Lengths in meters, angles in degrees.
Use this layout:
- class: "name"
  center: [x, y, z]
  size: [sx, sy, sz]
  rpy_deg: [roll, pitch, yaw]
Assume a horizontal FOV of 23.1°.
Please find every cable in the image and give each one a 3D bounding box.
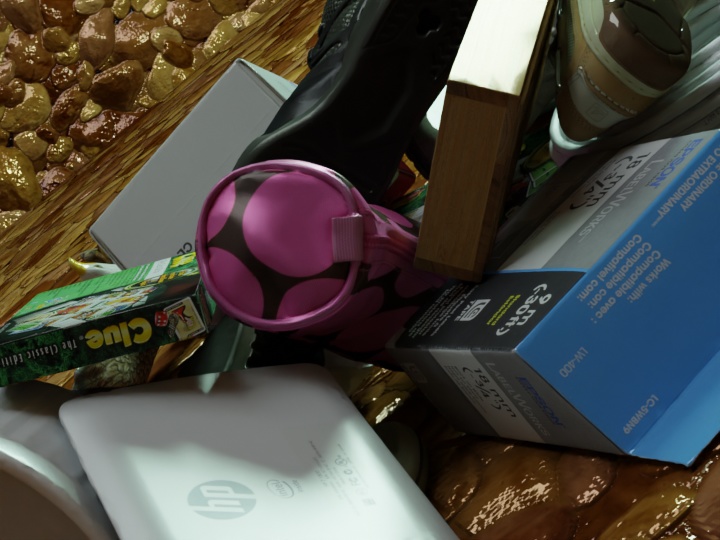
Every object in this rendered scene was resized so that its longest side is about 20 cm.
- class: "cable"
  center: [0.189, -0.107, 0.928]
  size: [0.200, 0.069, 0.200]
  rpy_deg: [-43, 15, -11]

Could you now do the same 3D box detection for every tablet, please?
- class: "tablet"
  center: [-0.037, 0.095, 0.718]
  size: [0.129, 0.014, 0.200]
  rpy_deg: [-7, 28, -23]

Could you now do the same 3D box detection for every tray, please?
- class: "tray"
  center: [0.068, -0.091, 0.858]
  size: [0.200, 0.037, 0.099]
  rpy_deg: [-67, -11, -54]

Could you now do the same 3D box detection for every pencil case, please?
- class: "pencil case"
  center: [0.000, 0.000, 0.867]
  size: [0.093, 0.092, 0.200]
  rpy_deg: [9, -3, 23]

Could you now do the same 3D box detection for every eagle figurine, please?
- class: "eagle figurine"
  center: [-0.155, 0.034, 1.303]
  size: [0.201, 0.150, 0.153]
  rpy_deg: [-112, 27, -45]

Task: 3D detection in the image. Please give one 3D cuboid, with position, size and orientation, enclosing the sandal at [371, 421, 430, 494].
- class: "sandal"
  center: [-0.014, 0.117, 0.773]
  size: [0.080, 0.057, 0.201]
  rpy_deg: [-35, 15, 14]

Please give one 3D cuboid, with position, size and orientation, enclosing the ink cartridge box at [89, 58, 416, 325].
- class: "ink cartridge box"
  center: [-0.063, -0.043, 1.123]
  size: [0.146, 0.083, 0.200]
  rpy_deg: [-47, -15, 9]

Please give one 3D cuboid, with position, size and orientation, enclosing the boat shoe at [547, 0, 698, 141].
- class: "boat shoe"
  center: [0.124, -0.128, 0.895]
  size: [0.076, 0.071, 0.200]
  rpy_deg: [-49, 7, 30]

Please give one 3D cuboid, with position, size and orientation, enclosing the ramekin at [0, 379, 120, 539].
- class: "ramekin"
  center: [-0.169, 0.147, 0.805]
  size: [0.200, 0.201, 0.098]
  rpy_deg: [-33, 7, 22]

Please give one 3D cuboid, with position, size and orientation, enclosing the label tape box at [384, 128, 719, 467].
- class: "label tape box"
  center: [0.115, 0.008, 0.773]
  size: [0.144, 0.063, 0.200]
  rpy_deg: [-45, 15, -18]

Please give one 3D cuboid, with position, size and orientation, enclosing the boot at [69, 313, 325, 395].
- class: "boot"
  center: [-0.130, 0.073, 0.912]
  size: [0.199, 0.073, 0.182]
  rpy_deg: [-14, 23, 25]

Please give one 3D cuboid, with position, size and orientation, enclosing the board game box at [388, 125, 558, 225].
- class: "board game box"
  center: [0.070, -0.039, 1.082]
  size: [0.199, 0.024, 0.105]
  rpy_deg: [-25, 18, 43]

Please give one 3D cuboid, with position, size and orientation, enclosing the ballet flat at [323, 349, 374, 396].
- class: "ballet flat"
  center: [-0.027, 0.035, 1.004]
  size: [0.068, 0.068, 0.201]
  rpy_deg: [-23, 31, 22]

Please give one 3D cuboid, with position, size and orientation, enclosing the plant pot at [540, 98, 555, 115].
- class: "plant pot"
  center: [0.094, -0.193, 1.195]
  size: [0.200, 0.201, 0.161]
  rpy_deg: [-32, 25, 26]

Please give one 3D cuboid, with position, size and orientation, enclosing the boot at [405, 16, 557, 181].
- class: "boot"
  center: [0.099, -0.126, 1.027]
  size: [0.130, 0.068, 0.200]
  rpy_deg: [-40, 8, 33]

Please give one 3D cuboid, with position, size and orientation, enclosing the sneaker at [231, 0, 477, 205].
- class: "sneaker"
  center: [-0.009, -0.089, 0.974]
  size: [0.200, 0.076, 0.114]
  rpy_deg: [-55, 12, 10]

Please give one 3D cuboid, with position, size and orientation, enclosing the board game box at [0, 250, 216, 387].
- class: "board game box"
  center: [-0.121, 0.020, 0.863]
  size: [0.104, 0.024, 0.200]
  rpy_deg: [-17, 7, 0]
